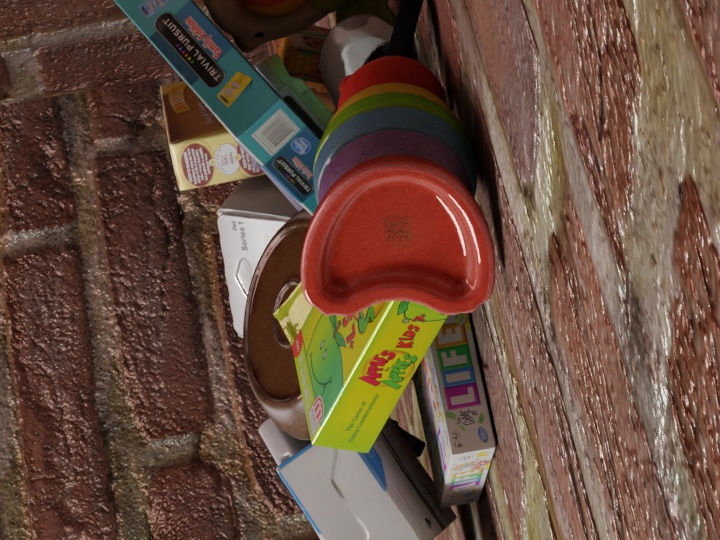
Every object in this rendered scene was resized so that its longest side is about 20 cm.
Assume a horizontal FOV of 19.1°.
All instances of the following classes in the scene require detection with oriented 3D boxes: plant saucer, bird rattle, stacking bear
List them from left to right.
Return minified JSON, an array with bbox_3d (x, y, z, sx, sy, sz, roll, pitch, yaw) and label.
[{"bbox_3d":[-0.043,-0.235,1.622,0.113,0.163,0.200,59,177,23],"label":"bird rattle"},{"bbox_3d":[-0.045,0.036,1.734,0.200,0.032,0.200,-23,63,54],"label":"plant saucer"},{"bbox_3d":[0.022,-0.071,1.399,0.200,0.121,0.114,-91,1,-58],"label":"stacking bear"}]

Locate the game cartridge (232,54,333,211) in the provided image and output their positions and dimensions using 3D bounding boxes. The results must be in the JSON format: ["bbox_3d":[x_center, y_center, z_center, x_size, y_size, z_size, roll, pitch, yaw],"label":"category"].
[{"bbox_3d":[-0.030,-0.077,1.810,0.200,0.038,0.130,49,158,12],"label":"game cartridge"}]

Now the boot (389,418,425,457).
[{"bbox_3d":[0.001,0.125,1.854,0.068,0.131,0.200,-59,-9,-15],"label":"boot"}]

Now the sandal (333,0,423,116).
[{"bbox_3d":[0.007,-0.129,1.536,0.200,0.045,0.075,103,-178,-47],"label":"sandal"}]

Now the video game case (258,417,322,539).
[{"bbox_3d":[0.012,0.224,1.839,0.200,0.024,0.182,37,-167,-43],"label":"video game case"}]

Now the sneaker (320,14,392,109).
[{"bbox_3d":[0.022,-0.106,1.644,0.080,0.070,0.200,-116,8,-50],"label":"sneaker"}]

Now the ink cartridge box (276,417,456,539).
[{"bbox_3d":[0.012,0.178,1.721,0.116,0.068,0.200,56,-170,5],"label":"ink cartridge box"}]

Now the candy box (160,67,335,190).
[{"bbox_3d":[-0.078,-0.140,1.954,0.115,0.200,0.055,-107,7,-57],"label":"candy box"}]

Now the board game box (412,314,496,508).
[{"bbox_3d":[0.068,0.097,1.647,0.200,0.034,0.135,92,167,-72],"label":"board game box"}]

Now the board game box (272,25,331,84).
[{"bbox_3d":[-0.018,-0.174,1.766,0.200,0.095,0.030,-109,32,-72],"label":"board game box"}]

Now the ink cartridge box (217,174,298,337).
[{"bbox_3d":[-0.048,-0.044,2.003,0.200,0.084,0.145,-55,-34,-48],"label":"ink cartridge box"}]

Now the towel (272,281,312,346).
[{"bbox_3d":[0.000,0.000,1.624,0.200,0.018,0.086,-52,49,34],"label":"towel"}]

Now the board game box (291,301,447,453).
[{"bbox_3d":[0.015,0.025,1.527,0.102,0.048,0.200,-103,32,-45],"label":"board game box"}]

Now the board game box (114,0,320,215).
[{"bbox_3d":[-0.096,-0.138,1.641,0.200,0.047,0.151,48,-178,36],"label":"board game box"}]
